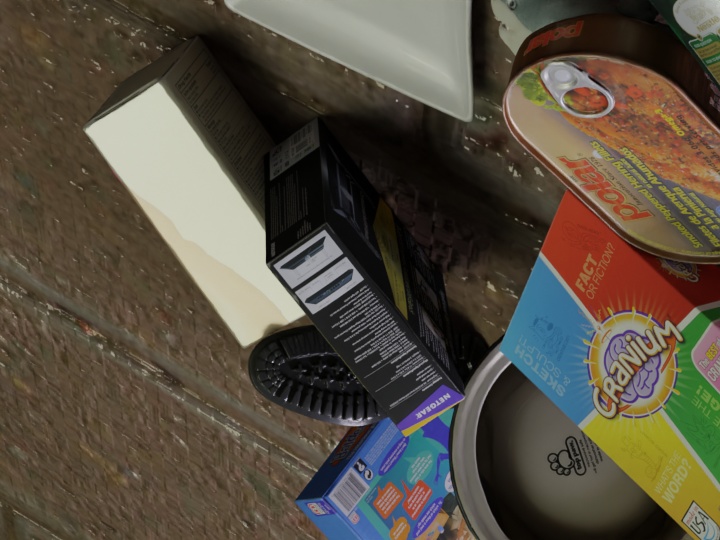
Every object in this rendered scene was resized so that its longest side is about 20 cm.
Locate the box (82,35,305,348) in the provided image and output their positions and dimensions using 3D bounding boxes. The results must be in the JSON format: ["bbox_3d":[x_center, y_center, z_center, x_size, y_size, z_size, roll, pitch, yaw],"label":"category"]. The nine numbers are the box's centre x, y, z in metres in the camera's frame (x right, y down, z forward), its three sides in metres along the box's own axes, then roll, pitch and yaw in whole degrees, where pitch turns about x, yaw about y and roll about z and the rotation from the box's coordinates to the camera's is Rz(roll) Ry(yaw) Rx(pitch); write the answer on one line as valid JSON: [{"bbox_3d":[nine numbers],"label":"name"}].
[{"bbox_3d":[-0.100,-0.057,1.567,0.078,0.095,0.200,-29,105,25],"label":"box"}]

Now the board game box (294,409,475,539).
[{"bbox_3d":[0.063,0.193,1.708,0.200,0.152,0.045,49,150,-16],"label":"board game box"}]

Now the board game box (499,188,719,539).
[{"bbox_3d":[0.185,0.058,1.344,0.200,0.040,0.153,44,140,24],"label":"board game box"}]

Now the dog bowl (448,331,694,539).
[{"bbox_3d":[0.152,0.126,1.486,0.200,0.200,0.074,40,170,-2],"label":"dog bowl"}]

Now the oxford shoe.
[{"bbox_3d":[-0.006,0.075,1.614,0.199,0.073,0.084,5,180,-36],"label":"oxford shoe"}]

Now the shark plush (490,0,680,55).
[{"bbox_3d":[0.157,-0.132,1.248,0.199,0.091,0.084,10,110,48],"label":"shark plush"}]

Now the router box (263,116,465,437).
[{"bbox_3d":[0.000,0.000,1.493,0.157,0.052,0.200,51,-167,-20],"label":"router box"}]

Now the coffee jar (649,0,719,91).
[{"bbox_3d":[0.190,-0.161,1.126,0.200,0.104,0.085,46,147,-11],"label":"coffee jar"}]

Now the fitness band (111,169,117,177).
[{"bbox_3d":[-0.120,-0.061,1.683,0.200,0.037,0.143,47,150,-10],"label":"fitness band"}]

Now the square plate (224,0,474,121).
[{"bbox_3d":[-0.007,-0.202,1.369,0.197,0.028,0.200,28,149,21],"label":"square plate"}]

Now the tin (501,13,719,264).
[{"bbox_3d":[0.163,-0.072,1.232,0.112,0.042,0.200,-19,135,37],"label":"tin"}]
